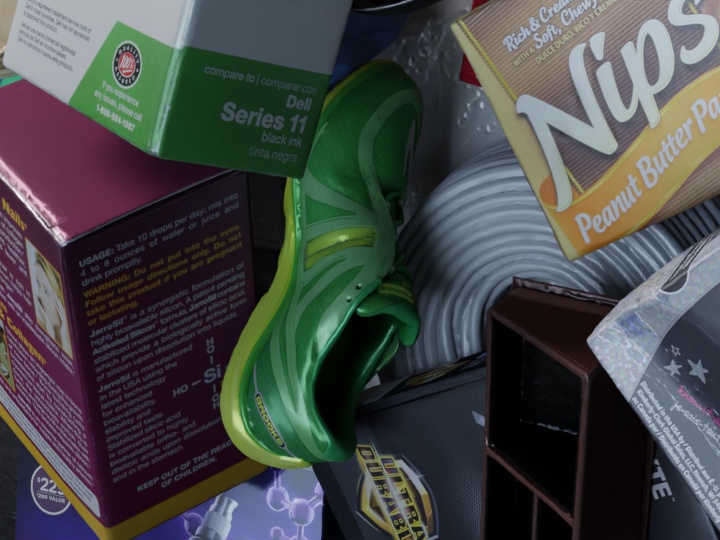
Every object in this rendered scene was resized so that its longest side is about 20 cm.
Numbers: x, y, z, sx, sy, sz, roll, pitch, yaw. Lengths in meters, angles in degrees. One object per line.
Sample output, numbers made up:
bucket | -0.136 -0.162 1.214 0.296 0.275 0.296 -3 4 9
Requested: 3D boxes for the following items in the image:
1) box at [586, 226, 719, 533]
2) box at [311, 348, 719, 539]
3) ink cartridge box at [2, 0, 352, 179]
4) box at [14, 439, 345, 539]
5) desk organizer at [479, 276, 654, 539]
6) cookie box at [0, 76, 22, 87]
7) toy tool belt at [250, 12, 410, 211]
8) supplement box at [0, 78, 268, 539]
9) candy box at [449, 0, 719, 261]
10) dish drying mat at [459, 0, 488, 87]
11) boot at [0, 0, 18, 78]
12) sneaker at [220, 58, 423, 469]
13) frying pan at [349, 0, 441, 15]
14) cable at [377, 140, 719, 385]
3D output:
box | 0.204 0.020 0.696 0.115 0.200 0.133 -39 82 36
box | 0.091 0.133 0.832 0.197 0.050 0.201 -19 98 39
ink cartridge box | -0.065 -0.158 0.743 0.146 0.083 0.202 32 109 48
box | -0.096 0.146 1.002 0.198 0.079 0.143 7 95 24
desk organizer | 0.078 0.114 0.754 0.071 0.077 0.202 12 113 28
cookie box | -0.176 -0.079 1.019 0.200 0.075 0.172 47 127 14
toy tool belt | -0.030 -0.123 0.859 0.200 0.124 0.124 -45 53 36
supplement box | -0.124 0.014 0.878 0.131 0.103 0.201 42 145 39
candy box | 0.148 -0.097 0.716 0.199 0.055 0.116 -25 94 34
dish drying mat | 0.096 -0.175 0.824 0.076 0.018 0.202 23 118 28
boot | -0.150 -0.182 0.871 0.200 0.155 0.072 -40 81 8
sneaker | 0.000 0.000 0.837 0.083 0.074 0.202 11 82 36
frying pan | 0.057 -0.162 0.744 0.189 0.116 0.031 -14 141 23
cable | 0.099 0.032 0.861 0.199 0.069 0.201 31 121 24
